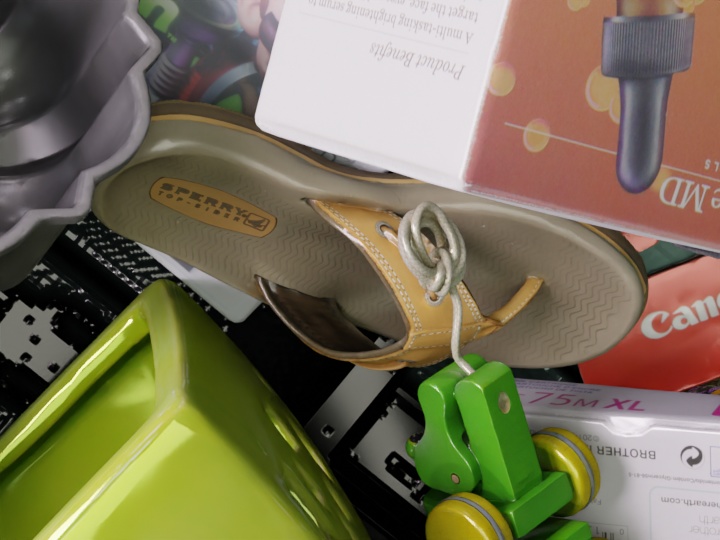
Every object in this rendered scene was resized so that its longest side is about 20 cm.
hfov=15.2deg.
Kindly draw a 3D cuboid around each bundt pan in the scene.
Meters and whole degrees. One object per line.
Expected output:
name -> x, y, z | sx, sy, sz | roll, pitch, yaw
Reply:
bundt pan -> -0.169, -0.062, 0.851 | 0.202, 0.202, 0.076 | 25, 137, -5

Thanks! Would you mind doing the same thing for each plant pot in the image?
plant pot -> -0.067, 0.146, 0.913 | 0.200, 0.199, 0.181 | -45, 103, 4

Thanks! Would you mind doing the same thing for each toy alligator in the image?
toy alligator -> 0.040, 0.072, 0.900 | 0.059, 0.054, 0.200 | -31, 104, -40

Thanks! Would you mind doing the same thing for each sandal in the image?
sandal -> 0.000, 0.000, 0.913 | 0.200, 0.054, 0.080 | 17, 134, -15

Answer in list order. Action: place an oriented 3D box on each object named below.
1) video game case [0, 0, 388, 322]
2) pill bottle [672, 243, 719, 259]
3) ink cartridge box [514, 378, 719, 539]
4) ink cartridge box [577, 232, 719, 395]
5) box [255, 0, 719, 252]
video game case -> -0.066, -0.098, 0.917 | 0.200, 0.023, 0.182 | 40, 126, -6
pill bottle -> 0.170, -0.095, 0.906 | 0.112, 0.112, 0.200 | 13, 94, -4
ink cartridge box -> 0.102, 0.140, 0.950 | 0.119, 0.042, 0.200 | 4, 105, 24
ink cartridge box -> 0.149, 0.073, 0.980 | 0.109, 0.050, 0.200 | -21, 99, 2
box -> 0.079, -0.116, 0.810 | 0.152, 0.106, 0.200 | 11, 95, -38
